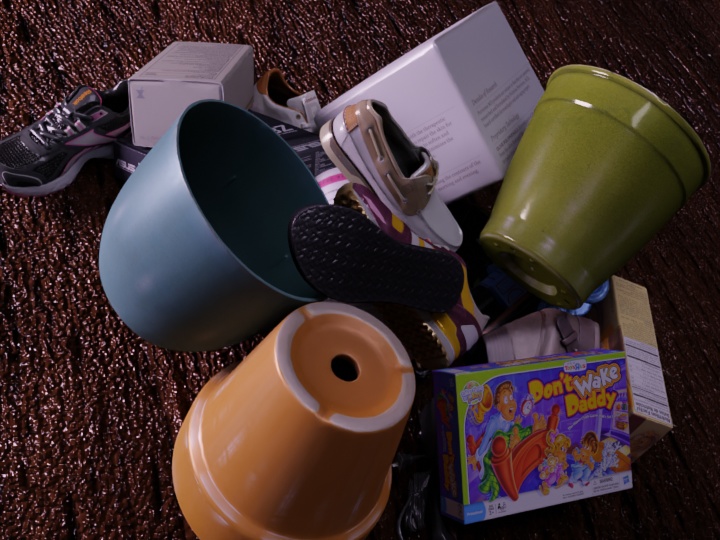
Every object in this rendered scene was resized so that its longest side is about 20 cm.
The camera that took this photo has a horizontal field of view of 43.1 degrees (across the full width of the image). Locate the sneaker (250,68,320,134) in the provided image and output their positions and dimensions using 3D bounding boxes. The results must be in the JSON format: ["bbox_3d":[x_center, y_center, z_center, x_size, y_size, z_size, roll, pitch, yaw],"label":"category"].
[{"bbox_3d":[-0.064,-0.163,1.115,0.200,0.085,0.073,46,43,9],"label":"sneaker"}]

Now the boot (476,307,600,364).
[{"bbox_3d":[0.197,0.141,0.945,0.143,0.070,0.204,-1,83,-16],"label":"boot"}]

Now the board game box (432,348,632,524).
[{"bbox_3d":[0.168,0.154,0.876,0.197,0.045,0.137,-5,91,-25],"label":"board game box"}]

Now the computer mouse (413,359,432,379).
[{"bbox_3d":[0.038,0.032,1.035,0.058,0.034,0.202,-5,55,-34],"label":"computer mouse"}]

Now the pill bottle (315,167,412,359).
[{"bbox_3d":[0.000,0.000,0.972,0.111,0.114,0.203,6,58,-25],"label":"pill bottle"}]

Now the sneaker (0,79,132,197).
[{"bbox_3d":[-0.306,-0.154,0.963,0.080,0.087,0.200,38,44,10],"label":"sneaker"}]

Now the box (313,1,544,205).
[{"bbox_3d":[0.094,-0.184,1.104,0.173,0.197,0.200,58,40,-10],"label":"box"}]

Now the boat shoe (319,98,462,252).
[{"bbox_3d":[0.047,-0.090,0.938,0.200,0.068,0.075,42,36,-25],"label":"boat shoe"}]

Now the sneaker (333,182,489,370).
[{"bbox_3d":[0.049,-0.006,0.886,0.090,0.075,0.202,-36,100,-34],"label":"sneaker"}]

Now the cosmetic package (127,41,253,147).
[{"bbox_3d":[-0.183,-0.201,1.022,0.101,0.074,0.201,3,26,3],"label":"cosmetic package"}]

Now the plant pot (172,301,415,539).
[{"bbox_3d":[-0.044,0.133,0.784,0.197,0.184,0.203,16,45,-17],"label":"plant pot"}]

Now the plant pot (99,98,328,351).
[{"bbox_3d":[-0.137,-0.021,0.817,0.200,0.160,0.203,39,32,-29],"label":"plant pot"}]

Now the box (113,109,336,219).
[{"bbox_3d":[-0.147,-0.123,1.008,0.160,0.050,0.198,27,33,34],"label":"box"}]

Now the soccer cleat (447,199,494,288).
[{"bbox_3d":[0.155,-0.009,1.121,0.200,0.068,0.081,45,55,12],"label":"soccer cleat"}]

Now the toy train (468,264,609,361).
[{"bbox_3d":[0.195,0.029,1.048,0.199,0.087,0.115,-37,78,-16],"label":"toy train"}]

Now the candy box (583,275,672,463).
[{"bbox_3d":[0.287,0.119,1.040,0.054,0.116,0.202,18,44,-13],"label":"candy box"}]

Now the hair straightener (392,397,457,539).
[{"bbox_3d":[0.061,0.210,0.890,0.076,0.041,0.202,21,48,-11],"label":"hair straightener"}]

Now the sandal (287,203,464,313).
[{"bbox_3d":[0.010,-0.005,0.800,0.198,0.076,0.045,18,0,-39],"label":"sandal"}]

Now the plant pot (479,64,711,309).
[{"bbox_3d":[0.227,-0.073,0.959,0.199,0.201,0.194,37,81,6],"label":"plant pot"}]
